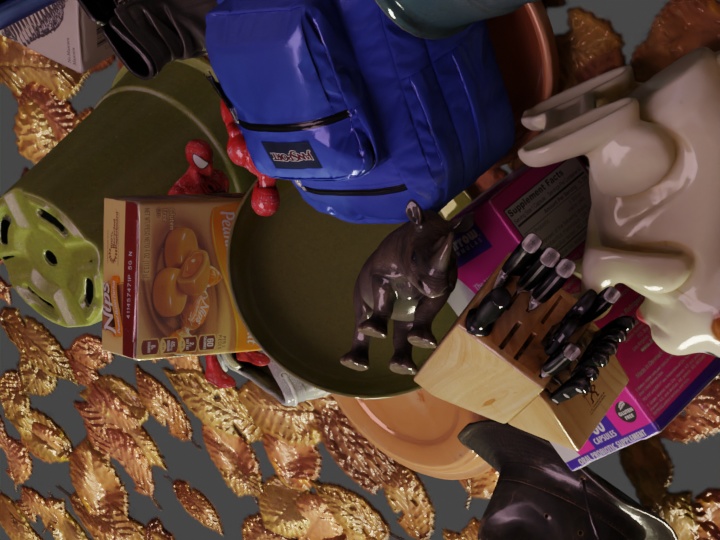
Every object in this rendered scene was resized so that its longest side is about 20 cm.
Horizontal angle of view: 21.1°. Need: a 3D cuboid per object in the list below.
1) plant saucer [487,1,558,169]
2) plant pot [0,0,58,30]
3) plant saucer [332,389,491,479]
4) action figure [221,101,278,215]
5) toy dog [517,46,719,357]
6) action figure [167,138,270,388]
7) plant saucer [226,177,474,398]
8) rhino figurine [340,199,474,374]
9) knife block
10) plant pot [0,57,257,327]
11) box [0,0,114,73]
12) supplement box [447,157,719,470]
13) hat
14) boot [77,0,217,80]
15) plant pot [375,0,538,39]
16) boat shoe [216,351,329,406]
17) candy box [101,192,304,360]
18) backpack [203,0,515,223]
[{"bbox_3d":[0.058,-0.166,1.360,0.200,0.037,0.200,24,133,28],"label":"plant saucer"},{"bbox_3d":[-0.294,-0.297,1.455,0.200,0.200,0.180,33,143,32],"label":"plant pot"},{"bbox_3d":[0.040,0.085,1.564,0.200,0.032,0.200,24,132,29],"label":"plant saucer"},{"bbox_3d":[-0.067,-0.136,1.394,0.052,0.065,0.200,137,136,-65],"label":"action figure"},{"bbox_3d":[0.212,-0.035,1.259,0.194,0.140,0.200,-25,104,4],"label":"toy dog"},{"bbox_3d":[-0.109,-0.009,1.497,0.052,0.065,0.200,15,125,45],"label":"action figure"},{"bbox_3d":[0.000,0.000,1.411,0.200,0.200,0.031,46,161,6],"label":"plant saucer"},{"bbox_3d":[0.033,0.006,1.269,0.060,0.088,0.200,16,161,-6],"label":"rhino figurine"},{"bbox_3d":[0.090,0.031,1.234,0.200,0.064,0.176,19,153,45],"label":"knife block"},{"bbox_3d":[-0.191,-0.051,1.553,0.200,0.190,0.200,24,133,29],"label":"plant pot"},{"bbox_3d":[-0.282,-0.241,1.590,0.200,0.068,0.082,25,134,27],"label":"box"},{"bbox_3d":[0.148,0.025,1.368,0.200,0.103,0.101,54,141,-1],"label":"supplement box"},{"bbox_3d":[0.145,0.200,1.463,0.201,0.081,0.201,31,165,9],"label":"hat"},{"bbox_3d":[-0.123,-0.170,1.449,0.200,0.131,0.068,49,140,3],"label":"boot"},{"bbox_3d":[0.116,-0.247,1.142,0.196,0.200,0.200,-3,117,35],"label":"plant pot"},{"bbox_3d":[-0.089,0.064,1.620,0.202,0.065,0.074,26,135,50],"label":"boat shoe"},{"bbox_3d":[-0.094,0.001,1.445,0.055,0.200,0.116,12,102,53],"label":"candy box"},{"bbox_3d":[-0.005,-0.125,1.295,0.162,0.168,0.200,6,130,46],"label":"backpack"}]
